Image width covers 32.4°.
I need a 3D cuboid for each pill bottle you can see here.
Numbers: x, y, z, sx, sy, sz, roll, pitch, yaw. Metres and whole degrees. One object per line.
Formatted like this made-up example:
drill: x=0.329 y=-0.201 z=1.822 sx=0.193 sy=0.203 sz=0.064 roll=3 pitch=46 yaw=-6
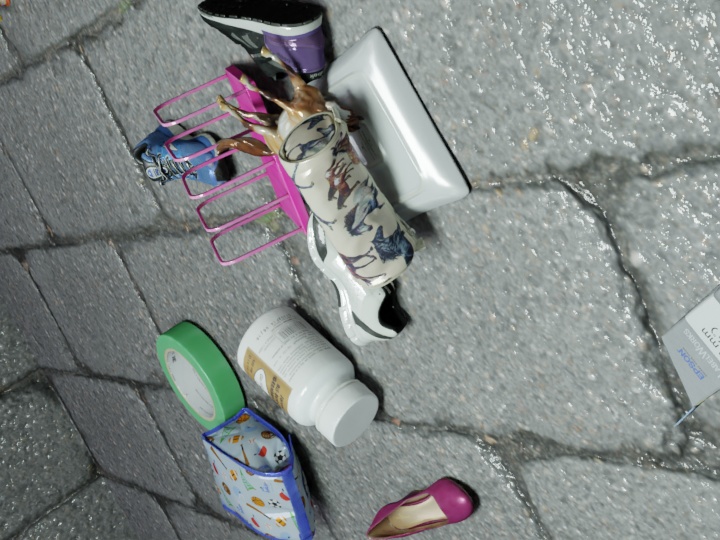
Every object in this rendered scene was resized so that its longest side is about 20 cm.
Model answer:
pill bottle: x=-0.072 y=0.151 z=1.746 sx=0.199 sy=0.114 sz=0.115 roll=39 pitch=149 yaw=30

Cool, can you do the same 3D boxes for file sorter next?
file sorter: x=-0.162 y=-0.128 z=1.541 sx=0.202 sy=0.124 sz=0.139 roll=68 pitch=172 yaw=-22

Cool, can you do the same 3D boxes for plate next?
plate: x=0.016 y=-0.145 z=1.373 sx=0.201 sy=0.032 sz=0.199 roll=59 pitch=154 yaw=-6

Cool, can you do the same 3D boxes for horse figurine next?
horse figurine: x=-0.090 y=-0.173 z=1.397 sx=0.132 sy=0.050 sz=0.200 roll=32 pitch=148 yaw=-17

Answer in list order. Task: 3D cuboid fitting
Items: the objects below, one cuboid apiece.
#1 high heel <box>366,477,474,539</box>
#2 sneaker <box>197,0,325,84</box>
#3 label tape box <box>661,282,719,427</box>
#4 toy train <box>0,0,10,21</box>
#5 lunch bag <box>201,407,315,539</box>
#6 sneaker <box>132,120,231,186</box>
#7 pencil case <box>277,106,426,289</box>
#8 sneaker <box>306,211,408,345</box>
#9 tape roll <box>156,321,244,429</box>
high heel: x=0.083 y=0.343 z=1.714 sx=0.068 sy=0.096 sz=0.200 roll=55 pitch=153 yaw=1
sneaker: x=-0.116 y=-0.260 z=1.411 sx=0.199 sy=0.075 sz=0.089 roll=27 pitch=138 yaw=44
label tape box: x=0.307 y=0.025 z=0.950 sx=0.063 sy=0.144 sz=0.200 roll=49 pitch=152 yaw=11
toy train: x=-0.621 y=-0.495 z=2.030 sx=0.151 sy=0.055 sz=0.201 roll=50 pitch=149 yaw=16
lunch bag: x=-0.156 y=0.353 z=2.092 sx=0.199 sy=0.123 sz=0.172 roll=26 pitch=140 yaw=47
sneaker: x=-0.255 y=-0.149 z=1.753 sx=0.199 sy=0.089 sz=0.079 roll=21 pitch=138 yaw=48
pencil case: x=-0.011 y=-0.078 z=1.350 sx=0.201 sy=0.089 sz=0.078 roll=57 pitch=179 yaw=-32
sneaker: x=0.000 y=0.000 z=1.532 sx=0.079 sy=0.074 sz=0.202 roll=-3 pitch=122 yaw=41
tape roll: x=-0.284 y=0.189 z=2.194 sx=0.200 sy=0.048 sz=0.202 roll=40 pitch=149 yaw=30
